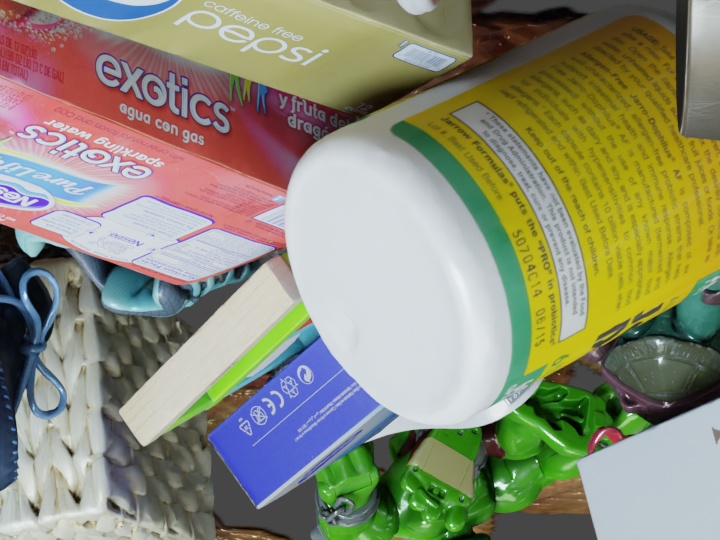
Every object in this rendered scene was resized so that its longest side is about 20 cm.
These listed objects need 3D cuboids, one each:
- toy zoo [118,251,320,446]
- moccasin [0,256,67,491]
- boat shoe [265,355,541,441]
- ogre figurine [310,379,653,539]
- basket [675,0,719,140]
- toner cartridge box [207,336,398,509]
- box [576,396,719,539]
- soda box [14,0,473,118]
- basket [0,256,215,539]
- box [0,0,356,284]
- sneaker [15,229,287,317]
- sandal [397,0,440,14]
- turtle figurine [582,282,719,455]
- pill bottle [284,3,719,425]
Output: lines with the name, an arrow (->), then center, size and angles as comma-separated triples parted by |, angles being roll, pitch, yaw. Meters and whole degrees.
toy zoo -> 0.000, 0.000, 1.088 | 0.200, 0.020, 0.131 | -29, 171, -42
moccasin -> -0.158, 0.014, 1.069 | 0.068, 0.200, 0.081 | -2, 129, -19
boat shoe -> 0.005, 0.043, 1.272 | 0.068, 0.072, 0.200 | 51, 149, -20
ogre figurine -> 0.056, 0.108, 1.384 | 0.200, 0.098, 0.120 | -34, 171, -30
basket -> 0.207, -0.098, 0.860 | 0.200, 0.136, 0.180 | 1, 150, 6
toner cartridge box -> 0.024, 0.027, 1.114 | 0.095, 0.043, 0.200 | -28, 170, -46
box -> 0.219, 0.135, 1.178 | 0.200, 0.153, 0.106 | 0, 160, -42
soda box -> -0.057, -0.118, 0.879 | 0.200, 0.068, 0.064 | 17, 152, -36
basket -> -0.153, 0.077, 1.219 | 0.123, 0.136, 0.200 | -9, 166, 12
box -> -0.104, -0.074, 0.946 | 0.200, 0.095, 0.103 | 20, 149, -40
sneaker -> -0.081, -0.014, 1.098 | 0.078, 0.086, 0.200 | -19, 151, 36
sandal -> 0.036, -0.147, 0.798 | 0.059, 0.079, 0.207 | 0, 155, 4
turtle figurine -> 0.149, 0.023, 1.190 | 0.149, 0.101, 0.200 | -10, 148, 11
pill bottle -> 0.081, -0.032, 0.948 | 0.200, 0.113, 0.113 | -27, 171, -31
